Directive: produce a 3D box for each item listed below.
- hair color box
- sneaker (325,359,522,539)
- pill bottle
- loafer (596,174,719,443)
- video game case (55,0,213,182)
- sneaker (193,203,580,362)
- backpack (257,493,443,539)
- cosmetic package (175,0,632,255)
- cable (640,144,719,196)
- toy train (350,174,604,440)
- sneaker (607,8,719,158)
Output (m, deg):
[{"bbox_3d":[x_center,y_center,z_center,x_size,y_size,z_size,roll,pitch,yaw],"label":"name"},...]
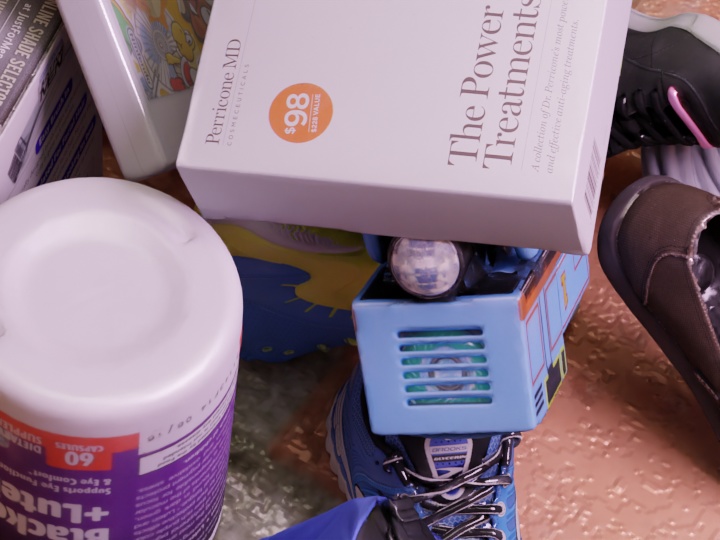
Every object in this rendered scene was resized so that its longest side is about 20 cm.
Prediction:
[{"bbox_3d":[-0.155,-0.034,1.117,0.065,0.200,0.109,18,53,7],"label":"hair color box"},{"bbox_3d":[0.030,0.105,1.108,0.078,0.089,0.200,-10,55,-13],"label":"sneaker"},{"bbox_3d":[-0.107,0.065,1.050,0.111,0.200,0.112,3,53,-4],"label":"pill bottle"},{"bbox_3d":[0.181,0.043,1.138,0.200,0.071,0.073,44,78,-16],"label":"loafer"},{"bbox_3d":[-0.087,-0.144,1.095,0.023,0.182,0.200,-20,93,22],"label":"video game case"},{"bbox_3d":[0.000,0.000,1.199,0.200,0.105,0.076,18,50,-33],"label":"sneaker"},{"bbox_3d":[0.013,0.205,0.988,0.200,0.168,0.163,41,52,-19],"label":"backpack"},{"bbox_3d":[0.026,-0.111,1.006,0.150,0.052,0.201,5,67,15],"label":"cosmetic package"},{"bbox_3d":[0.228,-0.041,1.256,0.200,0.069,0.200,-23,60,-21],"label":"cable"},{"bbox_3d":[0.050,-0.012,1.088,0.086,0.115,0.200,-1,19,15],"label":"toy train"},{"bbox_3d":[0.117,-0.066,1.192,0.099,0.071,0.200,-44,31,-13],"label":"sneaker"}]
